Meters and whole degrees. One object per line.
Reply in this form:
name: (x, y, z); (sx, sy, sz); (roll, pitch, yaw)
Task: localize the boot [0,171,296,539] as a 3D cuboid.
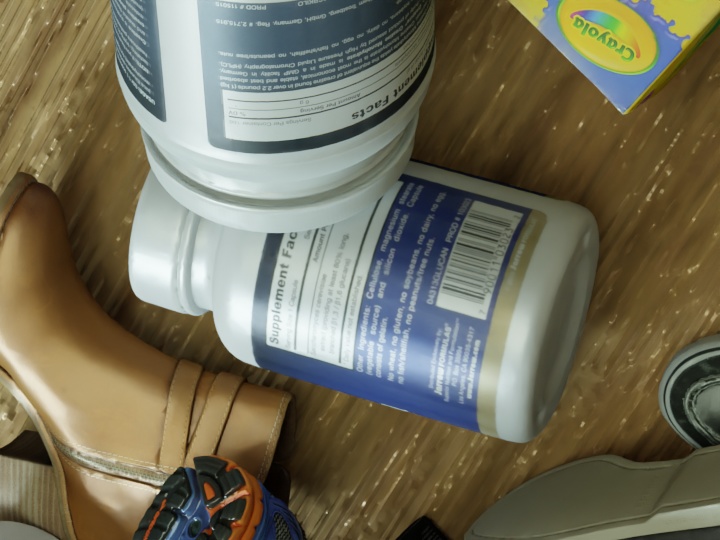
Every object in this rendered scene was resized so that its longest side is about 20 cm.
boot: (-0.109, 0.054, 1.302); (0.154, 0.077, 0.201); (7, 108, 19)

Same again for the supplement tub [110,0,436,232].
supplement tub: (-0.037, -0.128, 1.122); (0.140, 0.141, 0.201); (16, 140, 14)

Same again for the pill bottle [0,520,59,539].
pill bottle: (-0.202, 0.223, 1.344); (0.110, 0.111, 0.201); (32, 119, 9)

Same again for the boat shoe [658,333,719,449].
boat shoe: (0.225, 0.088, 1.203); (0.198, 0.068, 0.074); (26, 110, 11)

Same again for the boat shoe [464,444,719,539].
boat shoe: (0.129, 0.125, 1.222); (0.199, 0.073, 0.063); (-14, 113, 46)

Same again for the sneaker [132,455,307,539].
sneaker: (-0.090, 0.186, 1.263); (0.200, 0.078, 0.075); (-54, 43, 10)

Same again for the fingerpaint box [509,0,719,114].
fingerpaint box: (0.107, -0.199, 1.170); (0.200, 0.073, 0.167); (44, 112, 7)

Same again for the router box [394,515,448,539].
router box: (-0.031, 0.206, 1.248); (0.051, 0.200, 0.149); (45, 113, 5)

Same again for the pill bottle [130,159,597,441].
pill bottle: (0.000, 0.000, 1.227); (0.199, 0.111, 0.112); (16, 108, 15)
